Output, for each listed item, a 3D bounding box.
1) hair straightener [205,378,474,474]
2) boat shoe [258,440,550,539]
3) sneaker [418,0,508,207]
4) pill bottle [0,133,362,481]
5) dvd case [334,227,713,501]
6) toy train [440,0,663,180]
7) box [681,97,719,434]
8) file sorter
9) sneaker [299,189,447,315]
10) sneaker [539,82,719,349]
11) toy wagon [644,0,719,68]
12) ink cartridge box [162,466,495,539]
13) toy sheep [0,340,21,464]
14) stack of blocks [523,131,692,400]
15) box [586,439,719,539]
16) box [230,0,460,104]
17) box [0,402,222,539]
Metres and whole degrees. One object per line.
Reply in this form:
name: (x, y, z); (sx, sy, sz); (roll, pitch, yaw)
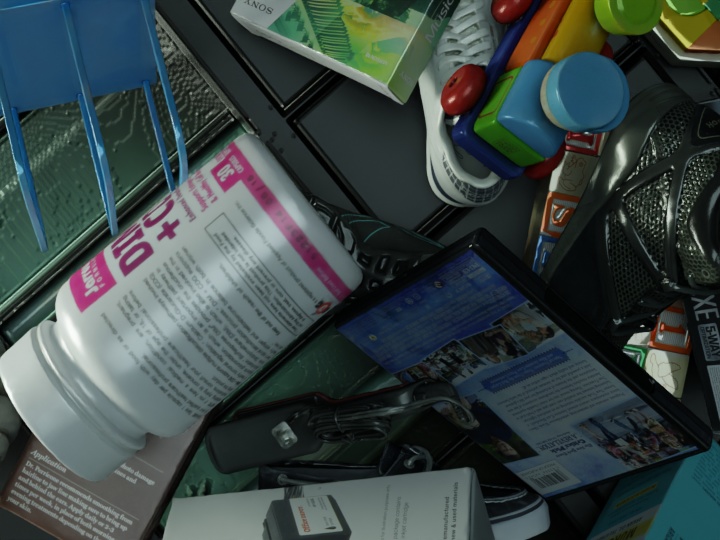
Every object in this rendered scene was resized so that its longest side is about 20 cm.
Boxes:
hair straightener: (-0.021, 0.103, 0.737); (0.197, 0.077, 0.042); (-10, 97, 32)
boat shoe: (0.028, 0.149, 0.787); (0.196, 0.072, 0.069); (-2, 92, 7)
sneaker: (0.069, -0.144, 0.777); (0.075, 0.081, 0.203); (-11, 89, 2)
pill bottle: (-0.106, 0.024, 0.691); (0.199, 0.113, 0.114); (-40, 90, 0)
dvd case: (0.097, 0.065, 0.714); (0.199, 0.142, 0.018); (40, 50, -16)
toy train: (0.138, -0.155, 0.703); (0.084, 0.115, 0.202); (34, 75, -18)
box: (0.266, -0.013, 0.752); (0.156, 0.049, 0.203); (-14, 90, -36)
file sorter: (-0.210, -0.082, 0.717); (0.197, 0.139, 0.125); (-14, 77, -13)
sneaker: (0.000, 0.000, 0.782); (0.197, 0.079, 0.076); (22, 96, 6)
sneaker: (0.171, 0.006, 0.680); (0.114, 0.075, 0.202); (44, 122, 40)
toy wagon: (0.263, -0.234, 0.796); (0.200, 0.040, 0.155); (-43, 90, 1)
ink cartridge box: (-0.012, 0.210, 0.726); (0.197, 0.084, 0.147); (-9, 127, 14)
toy sheep: (-0.287, 0.084, 0.753); (0.137, 0.138, 0.201); (-33, 78, 0)
stack of blocks: (0.168, 0.002, 0.787); (0.113, 0.059, 0.203); (11, 90, 0)
box: (0.168, 0.190, 0.723); (0.049, 0.082, 0.200); (44, 47, 0)
box: (0.017, -0.227, 0.767); (0.143, 0.036, 0.202); (28, 92, 30)
box: (-0.147, 0.085, 0.784); (0.099, 0.075, 0.202); (29, 92, 0)
